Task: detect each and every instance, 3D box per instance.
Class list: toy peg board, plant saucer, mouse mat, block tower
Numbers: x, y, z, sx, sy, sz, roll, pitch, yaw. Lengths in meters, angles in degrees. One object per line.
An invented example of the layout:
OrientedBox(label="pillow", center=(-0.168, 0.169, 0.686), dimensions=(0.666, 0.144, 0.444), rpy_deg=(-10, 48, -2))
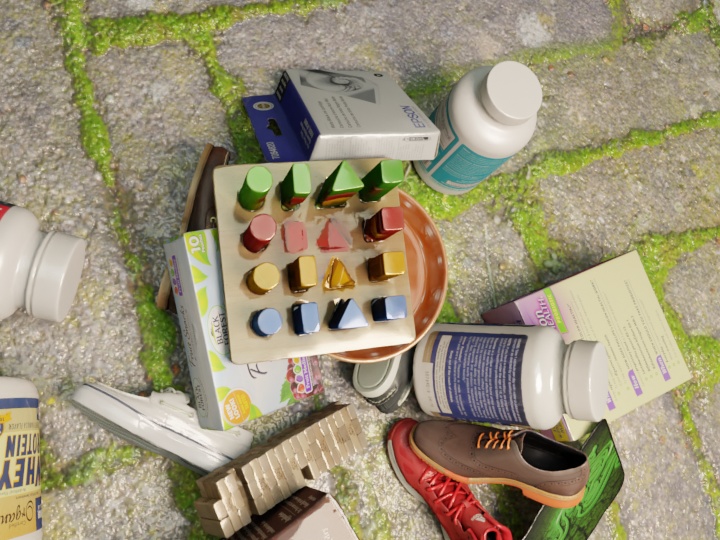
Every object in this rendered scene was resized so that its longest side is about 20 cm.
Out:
OrientedBox(label="toy peg board", center=(-0.037, -0.019, 0.672), dimensions=(0.197, 0.098, 0.203), rpy_deg=(-5, 84, -16))
OrientedBox(label="plant saucer", center=(0.000, 0.000, 0.750), dimensions=(0.197, 0.032, 0.204), rpy_deg=(1, 84, -12))
OrientedBox(label="mouse mat", center=(0.253, 0.290, 0.802), dimensions=(0.201, 0.007, 0.162), rpy_deg=(-49, 133, -18))
OrientedBox(label="block tower", center=(-0.080, 0.206, 0.724), dimensions=(0.198, 0.057, 0.055), rpy_deg=(-24, 93, -38))

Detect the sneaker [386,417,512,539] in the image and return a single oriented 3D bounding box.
OrientedBox(label="sneaker", center=(0.112, 0.255, 0.768), dimensions=(0.078, 0.115, 0.201), rpy_deg=(-36, 89, -20))

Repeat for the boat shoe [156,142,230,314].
OrientedBox(label="boat shoe", center=(-0.175, -0.044, 0.780), dimensions=(0.069, 0.070, 0.203), rpy_deg=(13, 82, -5))

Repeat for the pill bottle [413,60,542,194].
OrientedBox(label="pill bottle", center=(0.144, -0.176, 0.834), dimensions=(0.109, 0.200, 0.113), rpy_deg=(4, 76, -15))

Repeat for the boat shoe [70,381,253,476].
OrientedBox(label="boat shoe", center=(-0.208, 0.161, 0.728), dimensions=(0.199, 0.073, 0.067), rpy_deg=(35, 59, -20))

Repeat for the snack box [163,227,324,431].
OrientedBox(label="snack box", center=(-0.123, 0.053, 0.735), dimensions=(0.141, 0.053, 0.204), rpy_deg=(-14, 93, -43))

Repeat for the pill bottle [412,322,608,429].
OrientedBox(label="pill bottle", center=(0.167, 0.117, 0.756), dimensions=(0.110, 0.197, 0.113), rpy_deg=(2, 88, -57))

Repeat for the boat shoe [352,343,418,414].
OrientedBox(label="boat shoe", center=(0.048, 0.075, 0.823), dimensions=(0.061, 0.075, 0.202), rpy_deg=(53, 53, -39))

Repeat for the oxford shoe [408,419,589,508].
OrientedBox(label="oxford shoe", center=(0.150, 0.193, 0.739), dimensions=(0.197, 0.073, 0.072), rpy_deg=(11, 45, 13))

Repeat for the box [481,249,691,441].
OrientedBox(label="box", center=(0.288, 0.096, 0.868), dimensions=(0.197, 0.097, 0.178), rpy_deg=(-20, 84, -20))

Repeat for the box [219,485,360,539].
OrientedBox(label="box", center=(-0.083, 0.340, 0.664), dimensions=(0.199, 0.166, 0.166), rpy_deg=(-32, 88, -20))

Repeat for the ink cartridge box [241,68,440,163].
OrientedBox(label="ink cartridge box", center=(-0.031, -0.189, 0.808), dimensions=(0.197, 0.041, 0.201), rpy_deg=(-6, 37, -18))

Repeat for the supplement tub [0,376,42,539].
OrientedBox(label="supplement tub", center=(-0.372, 0.208, 0.623), dimensions=(0.142, 0.144, 0.204), rpy_deg=(-4, 79, -17))

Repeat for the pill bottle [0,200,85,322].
OrientedBox(label="pill bottle", center=(-0.393, -0.016, 0.684), dimensions=(0.197, 0.120, 0.122), rpy_deg=(15, 73, -13))
